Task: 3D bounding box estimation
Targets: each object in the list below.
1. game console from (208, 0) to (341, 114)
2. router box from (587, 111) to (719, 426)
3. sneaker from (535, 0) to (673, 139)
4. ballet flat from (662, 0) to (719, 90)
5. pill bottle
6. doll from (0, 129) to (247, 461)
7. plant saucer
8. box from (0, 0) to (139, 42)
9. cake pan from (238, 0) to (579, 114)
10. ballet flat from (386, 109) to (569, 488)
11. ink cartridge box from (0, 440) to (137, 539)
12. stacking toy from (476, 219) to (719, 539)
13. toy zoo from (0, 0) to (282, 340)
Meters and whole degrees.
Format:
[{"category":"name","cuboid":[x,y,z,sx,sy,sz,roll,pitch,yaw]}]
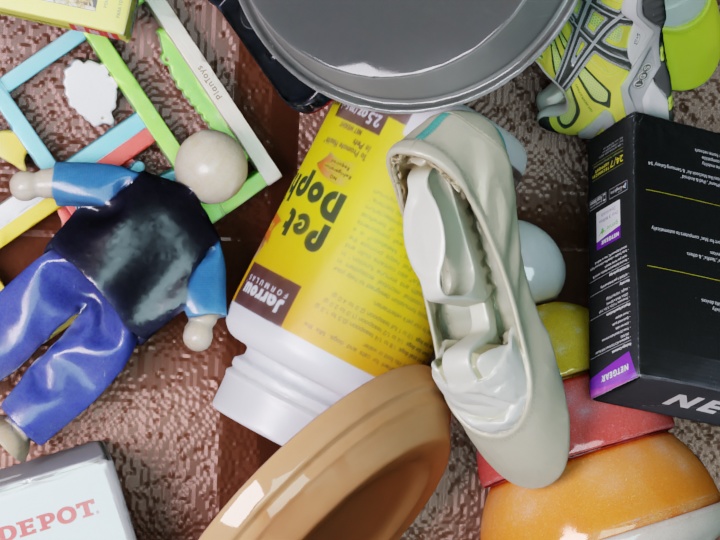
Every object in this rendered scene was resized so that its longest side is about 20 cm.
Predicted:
[{"category":"game console","cuboid":[-0.026,-0.215,1.331,0.200,0.173,0.118,-46,135,12]},{"category":"router box","cuboid":[0.217,0.010,1.390,0.199,0.051,0.150,13,66,-25]},{"category":"sneaker","cuboid":[0.119,-0.141,1.350,0.076,0.076,0.201,-8,131,5]},{"category":"ballet flat","cuboid":[0.148,-0.191,1.409,0.066,0.067,0.201,-25,97,-9]},{"category":"pill bottle","cuboid":[0.000,0.000,1.376,0.109,0.109,0.201,27,89,-10]},{"category":"doll","cuboid":[-0.137,0.001,1.363,0.200,0.048,0.136,-45,89,-4]},{"category":"plant saucer","cuboid":[-0.021,0.133,1.338,0.200,0.200,0.037,-45,73,-4]},{"category":"box","cuboid":[-0.213,-0.163,1.339,0.198,0.075,0.051,11,91,-4]},{"category":"cake pan","cuboid":[0.020,-0.180,1.287,0.199,0.037,0.202,0,89,17]},{"category":"ballet flat","cuboid":[0.055,0.021,1.301,0.069,0.069,0.202,-15,97,-8]},{"category":"ink cartridge box","cuboid":[-0.175,0.206,1.373,0.143,0.084,0.201,-16,97,-8]},{"category":"stacking toy","cuboid":[0.109,0.068,1.396,0.145,0.146,0.201,-16,85,-8]},{"category":"toy zoo","cuboid":[-0.159,-0.048,1.392,0.199,0.020,0.132,-35,98,-5]}]
